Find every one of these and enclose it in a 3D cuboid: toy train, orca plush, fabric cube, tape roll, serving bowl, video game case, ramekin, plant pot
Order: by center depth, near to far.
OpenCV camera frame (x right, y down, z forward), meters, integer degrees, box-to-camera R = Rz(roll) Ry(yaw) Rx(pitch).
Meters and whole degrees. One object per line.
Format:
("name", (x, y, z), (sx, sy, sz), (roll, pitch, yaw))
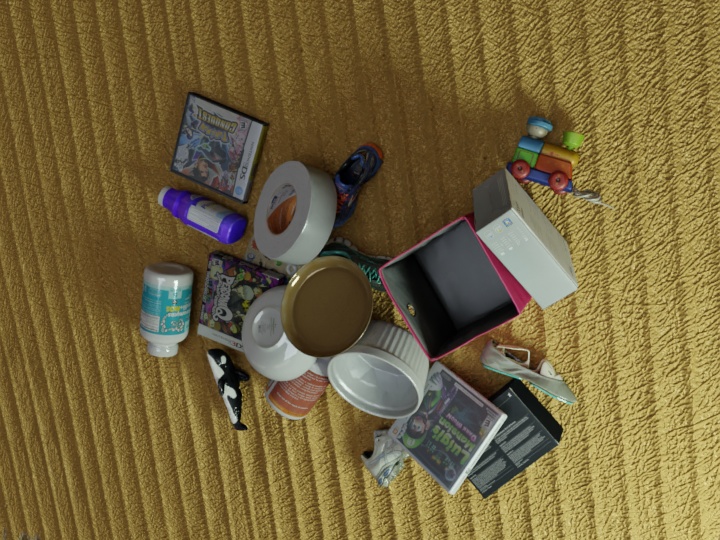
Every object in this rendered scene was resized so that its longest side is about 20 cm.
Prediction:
("toy train", (0.370, -0.194, 1.375), (0.199, 0.085, 0.117), (20, 95, 18))
("fabric cube", (0.185, 0.016, 1.427), (0.199, 0.199, 0.197), (-31, 89, 25))
("plant pot", (-0.062, 0.072, 1.500), (0.198, 0.027, 0.202), (-7, 71, 22))
("video game case", (0.164, 0.301, 1.509), (0.200, 0.023, 0.183), (36, 94, 45))
("ramekin", (0.042, 0.192, 1.540), (0.199, 0.105, 0.201), (16, 138, 15))
("tape roll", (-0.133, -0.115, 1.544), (0.200, 0.066, 0.202), (-21, 62, 45))
("serving bowl", (-0.171, 0.122, 1.584), (0.199, 0.066, 0.202), (-9, 72, 30))
("video game case", (-0.308, -0.264, 1.667), (0.199, 0.025, 0.182), (24, 110, 16))
("video game case", (-0.267, 0.078, 1.714), (0.180, 0.036, 0.202), (20, 110, 17))
("orca plush", (-0.282, 0.263, 1.748), (0.071, 0.105, 0.202), (-18, 91, -6))

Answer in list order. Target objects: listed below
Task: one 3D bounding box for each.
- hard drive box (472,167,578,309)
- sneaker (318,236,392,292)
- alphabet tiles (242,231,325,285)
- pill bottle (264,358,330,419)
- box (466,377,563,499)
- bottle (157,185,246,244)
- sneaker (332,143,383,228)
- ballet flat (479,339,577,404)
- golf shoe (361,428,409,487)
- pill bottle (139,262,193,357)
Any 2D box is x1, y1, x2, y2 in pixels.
("hard drive box", (0.287, -0.058, 1.353), (0.077, 0.156, 0.200), (-35, 113, 25))
("sneaker", (0.000, 0.000, 1.559), (0.199, 0.091, 0.078), (21, 109, 17))
("alphabet tiles", (-0.167, -0.036, 1.669), (0.166, 0.006, 0.201), (32, 112, 14))
("pill bottle", (-0.112, 0.210, 1.640), (0.112, 0.112, 0.201), (39, 113, 10))
("box", (0.276, 0.328, 1.522), (0.141, 0.079, 0.200), (48, 115, 5))
("bottle", (-0.348, -0.125, 1.683), (0.199, 0.083, 0.066), (26, 111, 16))
("sneaker", (-0.035, -0.167, 1.545), (0.075, 0.078, 0.201), (36, 112, 13))
("ballet flat", (0.327, 0.189, 1.479), (0.199, 0.067, 0.064), (23, 99, 16))
("golf shoe", (0.070, 0.358, 1.620), (0.097, 0.078, 0.201), (40, 112, 17))
("pill bottle", (-0.441, 0.090, 1.753), (0.110, 0.111, 0.202), (14, 107, 19))
